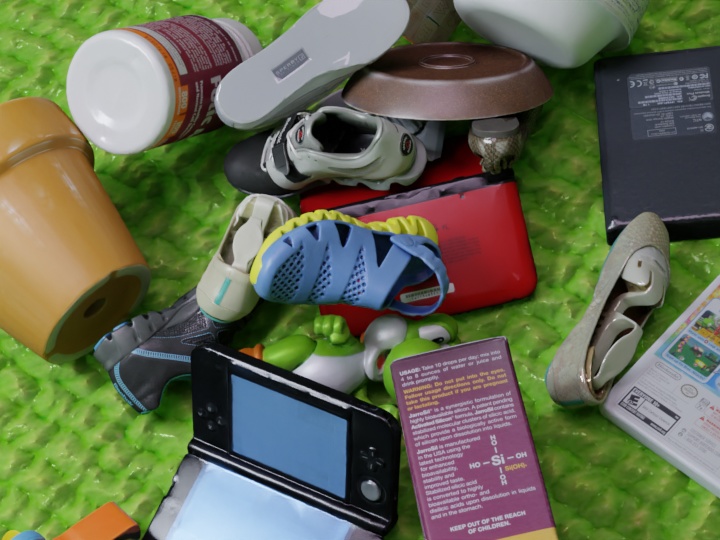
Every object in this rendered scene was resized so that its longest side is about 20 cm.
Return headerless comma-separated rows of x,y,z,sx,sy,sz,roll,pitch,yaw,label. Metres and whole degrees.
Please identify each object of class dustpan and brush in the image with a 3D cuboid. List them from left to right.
-0.021,-0.140,1.820,0.198,0.058,0.140,-13,33,16,dustpan and brush

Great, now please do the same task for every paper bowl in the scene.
0.167,-0.263,1.794,0.199,0.201,0.105,22,81,24,paper bowl

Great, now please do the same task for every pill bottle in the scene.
-0.176,-0.179,1.805,0.113,0.115,0.200,18,20,22,pill bottle

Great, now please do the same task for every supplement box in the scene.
0.094,0.177,1.541,0.102,0.131,0.201,-13,54,1,supplement box

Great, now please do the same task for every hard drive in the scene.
0.289,-0.117,1.767,0.138,0.033,0.201,-5,54,8,hard drive

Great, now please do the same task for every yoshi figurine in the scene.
-0.005,0.091,1.644,0.198,0.113,0.113,-17,69,-3,yoshi figurine

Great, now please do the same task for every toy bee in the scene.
-0.275,0.270,1.584,0.198,0.109,0.131,-7,41,-25,toy bee

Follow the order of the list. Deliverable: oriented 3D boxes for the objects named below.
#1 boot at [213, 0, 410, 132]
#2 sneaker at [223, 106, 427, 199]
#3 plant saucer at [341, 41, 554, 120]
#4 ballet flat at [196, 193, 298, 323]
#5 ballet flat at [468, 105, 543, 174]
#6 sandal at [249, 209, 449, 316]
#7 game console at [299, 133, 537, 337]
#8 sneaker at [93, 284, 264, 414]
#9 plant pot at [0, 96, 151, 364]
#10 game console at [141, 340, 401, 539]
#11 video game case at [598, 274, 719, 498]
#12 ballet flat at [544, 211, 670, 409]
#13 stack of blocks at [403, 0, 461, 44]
-0.043,-0.194,1.769,0.199,0.096,0.074,-29,87,3,boot
-0.046,-0.115,1.731,0.198,0.088,0.075,-5,66,26,sneaker
0.080,-0.180,1.781,0.198,0.035,0.200,-2,20,1,plant saucer
-0.091,-0.027,1.685,0.069,0.070,0.200,1,31,12,ballet flat
0.132,-0.130,1.757,0.067,0.047,0.200,-1,18,9,ballet flat
0.000,0.000,1.617,0.199,0.080,0.087,-6,42,-33,sandal
0.051,-0.036,1.769,0.198,0.119,0.174,-13,85,3,game console
-0.140,0.055,1.725,0.199,0.073,0.082,-30,89,-20,sneaker
-0.294,-0.022,1.739,0.200,0.200,0.183,-39,73,-16,plant pot
-0.079,0.181,1.574,0.199,0.177,0.116,20,40,22,game console
0.332,0.107,1.607,0.200,0.024,0.182,35,68,31,video game case
0.229,0.037,1.648,0.062,0.067,0.201,2,56,54,ballet flat
0.007,-0.286,1.839,0.115,0.200,0.059,38,95,30,stack of blocks
